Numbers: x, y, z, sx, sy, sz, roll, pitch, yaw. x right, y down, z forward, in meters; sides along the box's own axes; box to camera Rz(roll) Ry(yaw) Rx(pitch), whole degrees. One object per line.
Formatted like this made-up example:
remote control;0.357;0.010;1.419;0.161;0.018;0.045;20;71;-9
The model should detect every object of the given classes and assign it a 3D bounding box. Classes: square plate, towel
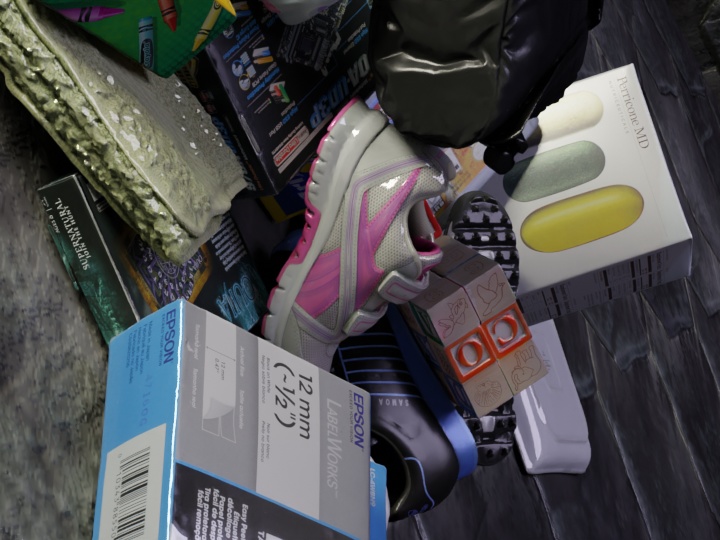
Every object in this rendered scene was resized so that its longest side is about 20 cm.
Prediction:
square plate;0.155;0.086;1.858;0.200;0.028;0.198;15;57;-69
towel;-0.138;-0.101;1.116;0.200;0.036;0.148;51;18;-12

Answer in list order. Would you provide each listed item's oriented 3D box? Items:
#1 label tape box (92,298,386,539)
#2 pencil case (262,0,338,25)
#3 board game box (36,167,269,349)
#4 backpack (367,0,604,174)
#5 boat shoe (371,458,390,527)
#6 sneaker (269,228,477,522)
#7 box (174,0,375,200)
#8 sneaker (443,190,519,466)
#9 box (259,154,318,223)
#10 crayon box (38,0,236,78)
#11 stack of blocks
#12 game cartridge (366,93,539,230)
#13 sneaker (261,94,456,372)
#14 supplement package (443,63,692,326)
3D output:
label tape box;-0.039;0.120;1.058;0.200;0.066;0.143;27;48;-34
pencil case;-0.068;-0.232;1.155;0.200;0.083;0.091;46;34;-26
board game box;-0.111;-0.009;1.170;0.135;0.028;0.200;67;17;-8
backpack;0.079;-0.165;1.260;0.200;0.126;0.167;-34;141;-66
boat shoe;-0.035;0.150;1.160;0.200;0.072;0.066;-72;143;-51
sneaker;-0.006;0.068;1.332;0.078;0.070;0.200;-33;86;-39
box;-0.047;-0.163;1.265;0.200;0.046;0.159;-50;125;-40
sneaker;0.070;0.042;1.527;0.066;0.090;0.200;0;89;-31
box;-0.046;-0.130;1.444;0.070;0.064;0.200;55;23;-37
crayon box;-0.155;-0.210;1.123;0.119;0.058;0.200;30;26;-55
stack of blocks;0.038;0.011;1.384;0.115;0.059;0.200;63;-13;-23
game cartridge;0.041;-0.101;1.517;0.200;0.042;0.133;-47;124;-26
sneaker;0.000;0.000;1.252;0.081;0.088;0.200;-58;167;-66
supplement package;0.147;-0.048;1.655;0.151;0.200;0.152;53;20;-76
